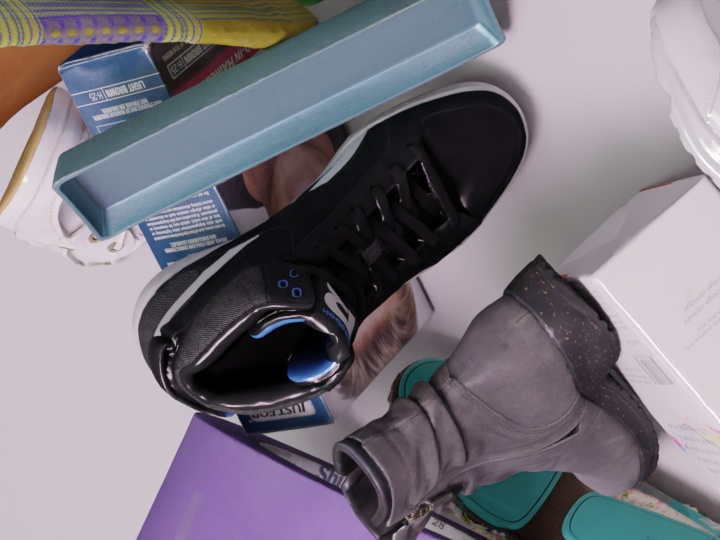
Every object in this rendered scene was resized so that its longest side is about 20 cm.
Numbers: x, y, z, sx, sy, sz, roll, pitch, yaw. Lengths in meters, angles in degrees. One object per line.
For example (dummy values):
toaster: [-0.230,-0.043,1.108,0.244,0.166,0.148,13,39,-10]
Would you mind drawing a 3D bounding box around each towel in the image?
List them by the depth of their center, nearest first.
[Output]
towel: [-0.126,-0.126,1.199,0.144,0.200,0.023,40,122,40]

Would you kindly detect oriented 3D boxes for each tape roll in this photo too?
tape roll: [-0.006,0.146,1.346,0.200,0.200,0.085,24,90,23]

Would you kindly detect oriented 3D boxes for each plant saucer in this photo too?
plant saucer: [-0.036,-0.074,1.216,0.070,0.200,0.019,56,-171,-66]

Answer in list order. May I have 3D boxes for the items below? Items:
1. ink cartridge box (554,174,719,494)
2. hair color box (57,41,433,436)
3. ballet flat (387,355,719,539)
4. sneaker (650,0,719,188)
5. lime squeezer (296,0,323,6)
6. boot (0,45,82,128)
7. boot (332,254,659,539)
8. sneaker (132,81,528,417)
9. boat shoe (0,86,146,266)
ink cartridge box: [0.173,0.057,1.196,0.200,0.067,0.116,49,174,-4]
hair color box: [-0.050,-0.035,1.314,0.060,0.100,0.200,-9,115,39]
ballet flat: [0.094,0.116,1.342,0.200,0.076,0.064,35,157,17]
sneaker: [0.201,-0.049,1.136,0.099,0.078,0.200,-44,84,24]
lime squeezer: [-0.037,-0.161,1.254,0.200,0.038,0.071,40,138,7]
boot: [-0.184,-0.091,1.338,0.074,0.155,0.200,47,138,-1]
boot: [0.053,0.077,1.231,0.070,0.132,0.200,46,174,30]
sneaker: [0.000,0.000,1.218,0.073,0.200,0.112,56,178,-22]
boat shoe: [-0.128,-0.038,1.360,0.069,0.071,0.200,26,175,0]
